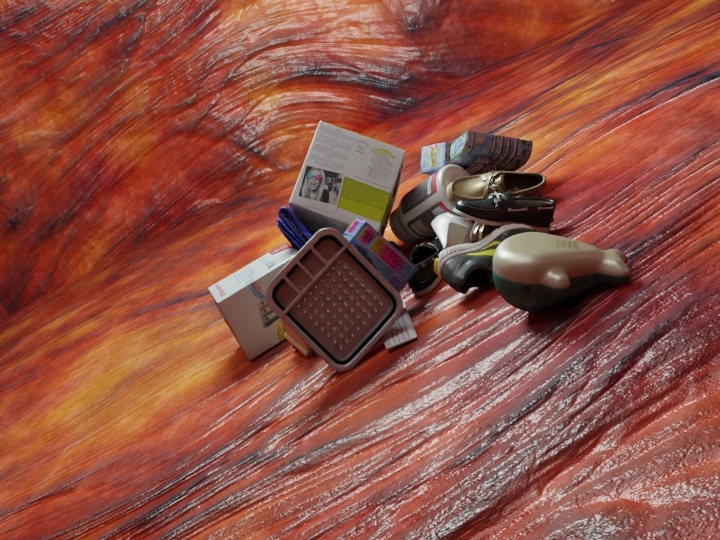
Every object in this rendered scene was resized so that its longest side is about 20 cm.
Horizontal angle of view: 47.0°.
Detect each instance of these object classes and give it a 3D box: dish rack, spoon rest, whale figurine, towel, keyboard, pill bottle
[{"bbox_3d":[-0.044,0.050,1.401,0.172,0.200,0.044,-46,3,-4],"label":"dish rack"},{"bbox_3d":[0.183,-0.074,1.612,0.098,0.062,0.200,17,10,4],"label":"spoon rest"},{"bbox_3d":[0.295,0.008,1.228,0.196,0.106,0.160,2,23,9],"label":"whale figurine"},{"bbox_3d":[-0.108,-0.041,1.744,0.049,0.148,0.200,-40,-21,-3],"label":"towel"},{"bbox_3d":[0.061,0.092,1.461,0.056,0.011,0.200,-27,17,4],"label":"keyboard"},{"bbox_3d":[0.150,-0.134,1.772,0.199,0.111,0.111,-32,8,48],"label":"pill bottle"}]

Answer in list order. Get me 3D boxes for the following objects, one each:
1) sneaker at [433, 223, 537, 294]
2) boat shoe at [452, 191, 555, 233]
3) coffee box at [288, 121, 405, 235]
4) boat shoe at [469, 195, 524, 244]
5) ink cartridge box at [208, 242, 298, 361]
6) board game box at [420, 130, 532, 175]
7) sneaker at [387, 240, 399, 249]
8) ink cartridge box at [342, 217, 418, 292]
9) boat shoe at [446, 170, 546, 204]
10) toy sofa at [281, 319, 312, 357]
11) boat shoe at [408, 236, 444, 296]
[{"bbox_3d":[0.228,-0.012,1.428,0.197,0.075,0.085,-21,47,-10],"label":"sneaker"},{"bbox_3d":[0.257,-0.112,1.471,0.197,0.061,0.076,5,21,-26],"label":"boat shoe"},{"bbox_3d":[-0.026,-0.169,1.792,0.200,0.197,0.201,94,-165,-75],"label":"coffee box"},{"bbox_3d":[0.252,-0.083,1.570,0.069,0.072,0.199,-6,19,38],"label":"boat shoe"},{"bbox_3d":[-0.193,0.061,1.715,0.198,0.146,0.145,-30,18,-10],"label":"ink cartridge box"},{"bbox_3d":[0.239,-0.237,1.783,0.196,0.063,0.200,6,-10,-13],"label":"board game box"},{"bbox_3d":[0.000,0.000,1.723,0.198,0.076,0.078,-33,14,-21],"label":"sneaker"},{"bbox_3d":[-0.013,0.029,1.472,0.201,0.136,0.076,-51,14,-2],"label":"ink cartridge box"},{"bbox_3d":[0.270,-0.171,1.652,0.196,0.073,0.065,-5,-23,-3],"label":"boat shoe"},{"bbox_3d":[-0.049,0.081,1.575,0.199,0.099,0.082,-35,43,-22],"label":"toy sofa"},{"bbox_3d":[0.137,-0.026,1.600,0.073,0.064,0.202,-20,17,32],"label":"boat shoe"}]
